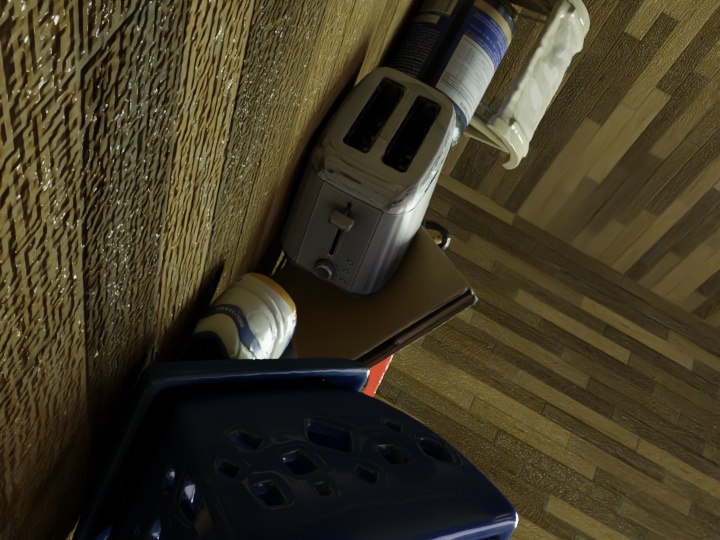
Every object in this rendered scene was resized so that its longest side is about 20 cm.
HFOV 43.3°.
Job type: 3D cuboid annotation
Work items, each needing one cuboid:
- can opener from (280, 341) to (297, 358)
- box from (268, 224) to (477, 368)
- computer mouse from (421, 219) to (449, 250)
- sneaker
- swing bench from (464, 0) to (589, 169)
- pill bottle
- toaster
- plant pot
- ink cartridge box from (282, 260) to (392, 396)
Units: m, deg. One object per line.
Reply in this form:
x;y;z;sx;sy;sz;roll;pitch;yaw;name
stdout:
-0.119;0.114;0.895;0.200;0.078;0.063;-50;-178;-41;can opener
0.001;0.016;0.847;0.162;0.021;0.201;-32;-147;1;box
0.000;0.000;0.936;0.198;0.059;0.034;-27;-176;17;computer mouse
-0.115;0.094;0.656;0.088;0.075;0.202;-40;154;-55;sneaker
0.165;-0.270;1.134;0.201;0.198;0.130;-61;179;-7;swing bench
0.080;-0.206;0.994;0.202;0.111;0.112;-61;179;-10;pill bottle
0.014;-0.086;0.807;0.201;0.112;0.130;-59;176;-39;toaster
-0.059;0.165;0.556;0.198;0.180;0.202;3;125;-41;plant pot
-0.043;0.107;1.034;0.057;0.199;0.164;-2;-126;56;ink cartridge box
